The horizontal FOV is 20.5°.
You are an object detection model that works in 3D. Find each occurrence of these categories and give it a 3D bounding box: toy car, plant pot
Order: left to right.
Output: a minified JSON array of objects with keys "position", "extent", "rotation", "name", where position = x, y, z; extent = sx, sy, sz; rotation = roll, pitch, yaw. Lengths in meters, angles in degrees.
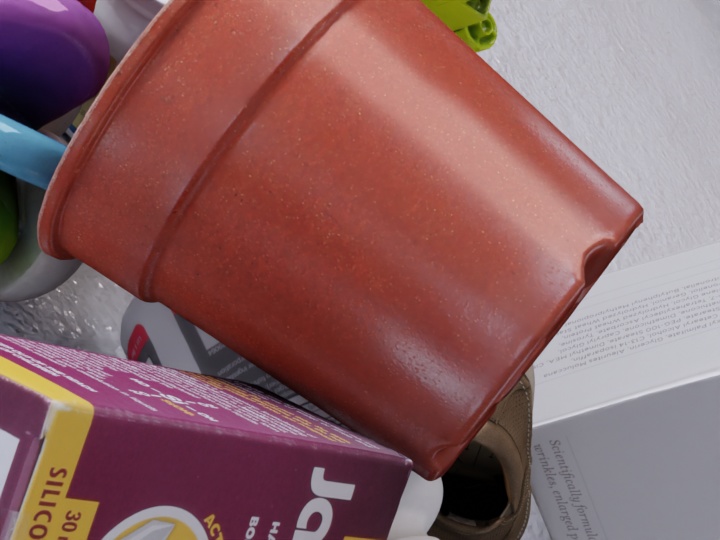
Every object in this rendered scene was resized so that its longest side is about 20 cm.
[{"position":[-0.177,-0.093,0.893],"extent":[0.175,0.150,0.200],"rotation":[27,43,-42],"name":"toy car"},{"position":[0.002,-0.027,0.850],"extent":[0.195,0.201,0.201],"rotation":[38,23,7],"name":"plant pot"}]

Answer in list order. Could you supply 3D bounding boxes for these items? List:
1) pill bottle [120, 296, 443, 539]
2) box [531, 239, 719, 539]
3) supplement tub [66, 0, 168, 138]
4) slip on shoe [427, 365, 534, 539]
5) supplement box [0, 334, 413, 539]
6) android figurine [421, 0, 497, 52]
[{"position":[-0.029,0.088,0.941],"extent":[0.111,0.111,0.200],"rotation":[13,42,-53],"name":"pill bottle"},{"position":[0.205,0.103,1.137],"extent":[0.131,0.199,0.199],"rotation":[-86,156,-59],"name":"box"},{"position":[-0.091,-0.144,1.037],"extent":[0.144,0.200,0.145],"rotation":[4,71,-13],"name":"supplement tub"},{"position":[0.054,0.108,1.010],"extent":[0.076,0.200,0.061],"rotation":[9,53,1],"name":"slip on shoe"},{"position":[-0.093,0.104,0.747],"extent":[0.103,0.131,0.200],"rotation":[21,4,39],"name":"supplement box"},{"position":[0.004,-0.194,1.348],"extent":[0.182,0.200,0.041],"rotation":[29,64,-34],"name":"android figurine"}]
